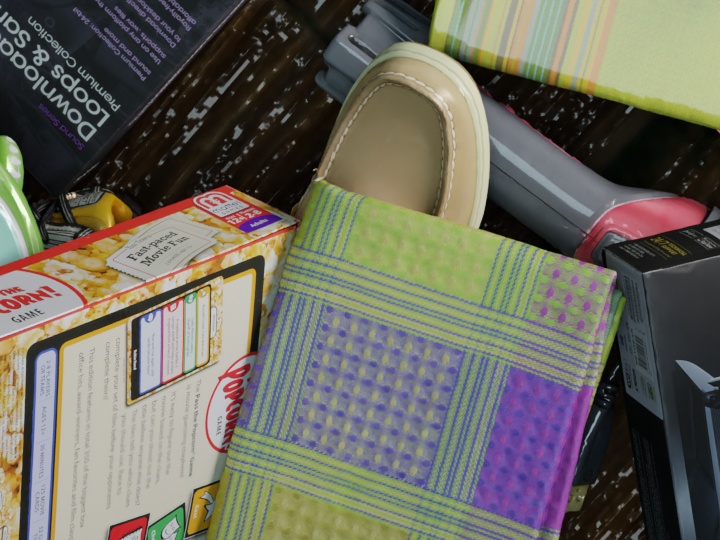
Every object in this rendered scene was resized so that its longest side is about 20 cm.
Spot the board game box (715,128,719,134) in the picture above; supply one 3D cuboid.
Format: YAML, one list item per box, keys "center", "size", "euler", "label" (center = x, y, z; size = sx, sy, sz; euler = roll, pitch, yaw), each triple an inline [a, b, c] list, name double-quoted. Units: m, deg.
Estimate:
- center: [0.242, -0.105, 1.123]
  size: [0.200, 0.057, 0.165]
  euler: [-43, 93, 10]
  label: "board game box"

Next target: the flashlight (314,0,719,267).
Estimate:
- center: [0.076, -0.044, 1.147]
  size: [0.200, 0.068, 0.068]
  euler: [37, 64, 5]
  label: "flashlight"

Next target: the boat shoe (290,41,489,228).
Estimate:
- center: [0.000, 0.000, 1.120]
  size: [0.074, 0.066, 0.200]
  euler: [24, 125, 13]
  label: "boat shoe"

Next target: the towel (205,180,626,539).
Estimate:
- center: [0.017, 0.076, 1.076]
  size: [0.143, 0.023, 0.200]
  euler: [17, 101, 16]
  label: "towel"

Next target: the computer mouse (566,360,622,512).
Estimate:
- center: [0.147, 0.125, 1.138]
  size: [0.140, 0.046, 0.200]
  euler: [10, 112, -11]
  label: "computer mouse"

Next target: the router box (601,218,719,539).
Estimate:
- center: [0.192, 0.071, 1.086]
  size: [0.157, 0.052, 0.200]
  euler: [-13, 105, -11]
  label: "router box"

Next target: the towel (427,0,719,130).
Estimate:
- center: [0.131, -0.106, 1.099]
  size: [0.200, 0.018, 0.086]
  euler: [16, 98, 7]
  label: "towel"

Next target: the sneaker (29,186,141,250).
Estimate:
- center: [-0.138, -0.008, 1.160]
  size: [0.200, 0.078, 0.082]
  euler: [16, 119, -5]
  label: "sneaker"

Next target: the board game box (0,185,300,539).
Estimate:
- center: [-0.111, 0.066, 1.056]
  size: [0.046, 0.200, 0.152]
  euler: [25, 121, 34]
  label: "board game box"

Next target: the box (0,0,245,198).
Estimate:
- center: [-0.120, -0.140, 1.124]
  size: [0.143, 0.036, 0.200]
  euler: [45, 129, -1]
  label: "box"

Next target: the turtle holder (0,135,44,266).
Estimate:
- center: [-0.205, 0.028, 1.070]
  size: [0.141, 0.132, 0.186]
  euler: [22, 104, 2]
  label: "turtle holder"
